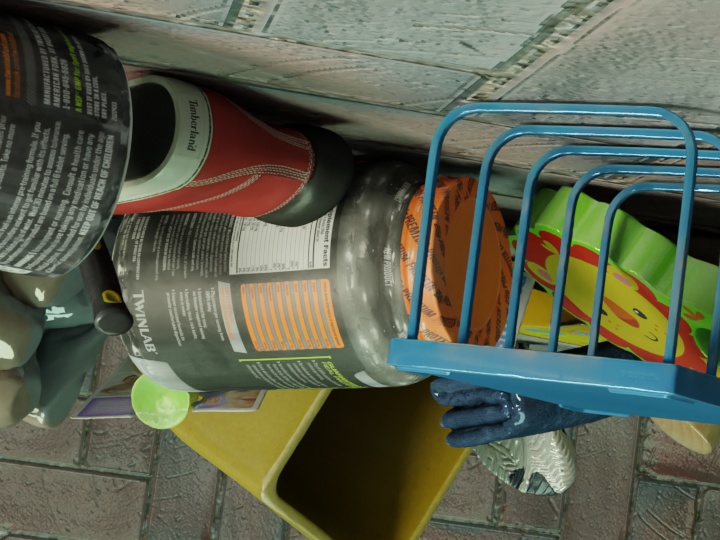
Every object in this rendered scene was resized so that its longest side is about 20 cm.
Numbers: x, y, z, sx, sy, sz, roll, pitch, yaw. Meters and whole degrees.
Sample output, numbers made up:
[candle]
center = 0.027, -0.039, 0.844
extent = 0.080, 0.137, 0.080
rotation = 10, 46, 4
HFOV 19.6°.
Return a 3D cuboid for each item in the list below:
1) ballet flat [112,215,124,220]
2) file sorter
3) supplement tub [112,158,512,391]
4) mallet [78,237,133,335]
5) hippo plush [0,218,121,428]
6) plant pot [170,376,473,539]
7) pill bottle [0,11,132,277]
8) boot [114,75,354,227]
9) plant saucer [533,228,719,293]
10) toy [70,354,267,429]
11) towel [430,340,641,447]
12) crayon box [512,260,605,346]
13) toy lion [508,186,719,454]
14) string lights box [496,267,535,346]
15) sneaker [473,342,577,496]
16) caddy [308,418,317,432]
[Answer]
[ballet flat]
center = -0.185, -0.028, 1.438
extent = 0.199, 0.057, 0.066
rotation = 3, 174, 39
[file sorter]
center = 0.129, 0.003, 0.965
extent = 0.138, 0.124, 0.200
rotation = 5, 173, 32
[supplement tub]
center = -0.026, 0.004, 1.135
extent = 0.199, 0.123, 0.122
rotation = -3, 170, 29
[mallet]
center = -0.136, -0.021, 1.102
extent = 0.065, 0.041, 0.200
rotation = 1, -151, -25
[hippo plush]
center = -0.226, -0.016, 1.294
extent = 0.160, 0.200, 0.159
rotation = 32, 170, 19
[plant pot]
center = -0.045, 0.079, 1.522
extent = 0.199, 0.195, 0.196
rotation = 25, 167, 37
[pill bottle]
center = -0.200, -0.065, 0.834
extent = 0.199, 0.107, 0.106
rotation = 12, 173, -34
[boot]
center = -0.104, -0.049, 1.057
extent = 0.199, 0.073, 0.144
rotation = -2, 171, 43
[plant saucer]
center = 0.199, 0.002, 1.305
extent = 0.199, 0.037, 0.200
rotation = 8, 175, 1
[toy]
center = -0.100, 0.040, 1.292
extent = 0.114, 0.048, 0.200
rotation = -4, -162, 11
[towel]
center = 0.154, 0.073, 1.356
extent = 0.199, 0.049, 0.111
rotation = -10, 178, -29
[crayon box]
center = 0.148, 0.026, 1.547
extent = 0.126, 0.051, 0.200
rotation = 12, 174, -35
[toy lion]
center = 0.175, 0.026, 1.135
extent = 0.192, 0.069, 0.200
rotation = 44, 166, -24
[string lights box]
center = 0.000, 0.000, 1.290
extent = 0.199, 0.059, 0.103
rotation = 19, 174, -3
[sneaker]
center = 0.121, 0.085, 1.688
extent = 0.199, 0.080, 0.129
rotation = 43, -148, 13
[caddy]
center = -0.016, 0.081, 1.699
extent = 0.141, 0.200, 0.105
rotation = 27, 130, 1
